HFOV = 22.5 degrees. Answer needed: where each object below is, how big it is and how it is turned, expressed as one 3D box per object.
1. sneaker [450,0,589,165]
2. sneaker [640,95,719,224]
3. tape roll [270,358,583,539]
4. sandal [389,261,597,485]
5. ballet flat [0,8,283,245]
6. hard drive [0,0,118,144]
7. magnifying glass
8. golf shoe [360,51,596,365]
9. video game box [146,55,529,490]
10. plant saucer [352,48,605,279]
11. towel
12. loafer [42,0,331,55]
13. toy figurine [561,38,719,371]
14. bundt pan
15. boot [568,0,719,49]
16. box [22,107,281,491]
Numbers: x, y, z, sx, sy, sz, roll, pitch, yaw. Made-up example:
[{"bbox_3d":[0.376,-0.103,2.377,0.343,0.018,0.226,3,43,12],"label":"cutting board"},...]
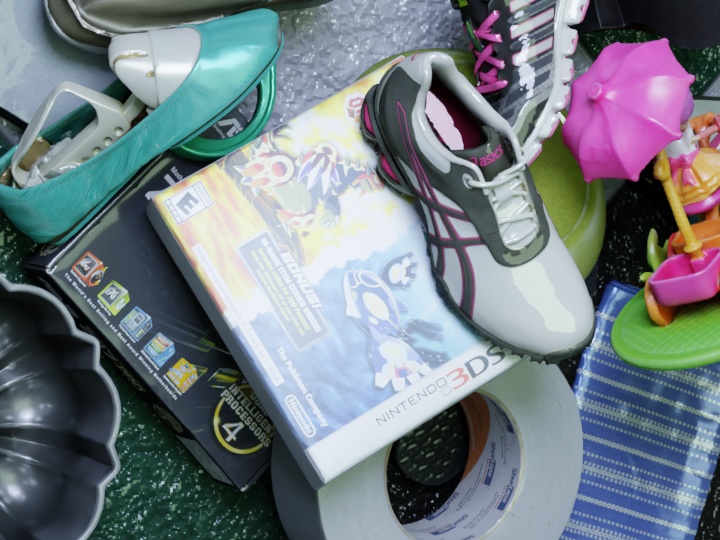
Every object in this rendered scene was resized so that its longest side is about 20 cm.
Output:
[{"bbox_3d":[0.089,-0.153,1.141,0.087,0.074,0.200,18,84,-20],"label":"sneaker"},{"bbox_3d":[0.238,-0.059,1.297,0.200,0.084,0.121,-1,85,-29],"label":"sneaker"},{"bbox_3d":[0.045,0.122,1.167,0.200,0.066,0.201,-4,99,-29],"label":"tape roll"},{"bbox_3d":[0.084,0.054,1.247,0.075,0.048,0.201,40,89,-26],"label":"sandal"},{"bbox_3d":[-0.135,-0.092,1.038,0.200,0.067,0.070,-38,131,13],"label":"ballet flat"},{"bbox_3d":[-0.167,-0.181,1.096,0.139,0.033,0.200,32,79,-26],"label":"hard drive"},{"bbox_3d":[-0.070,-0.158,1.118,0.079,0.022,0.200,29,73,-14],"label":"magnifying glass"},{"bbox_3d":[0.071,-0.034,1.041,0.077,0.088,0.200,-34,88,-18],"label":"golf shoe"},{"bbox_3d":[0.000,0.000,1.088,0.182,0.047,0.200,-31,85,-16],"label":"video game box"},{"bbox_3d":[0.079,-0.068,1.181,0.199,0.031,0.200,13,57,-20],"label":"plant saucer"},{"bbox_3d":[0.210,0.120,1.327,0.145,0.024,0.201,20,85,-27],"label":"towel"},{"bbox_3d":[-0.090,-0.181,1.067,0.200,0.070,0.075,-18,86,-21],"label":"loafer"},{"bbox_3d":[0.204,-0.067,1.153,0.200,0.150,0.184,-49,119,-48],"label":"toy figurine"},{"bbox_3d":[-0.245,0.094,1.053,0.201,0.076,0.203,-3,96,-28],"label":"bundt pan"},{"bbox_3d":[0.257,-0.192,1.216,0.200,0.188,0.069,-16,98,-35],"label":"boot"},{"bbox_3d":[-0.089,0.014,1.146,0.161,0.049,0.200,-47,114,-20],"label":"box"}]
